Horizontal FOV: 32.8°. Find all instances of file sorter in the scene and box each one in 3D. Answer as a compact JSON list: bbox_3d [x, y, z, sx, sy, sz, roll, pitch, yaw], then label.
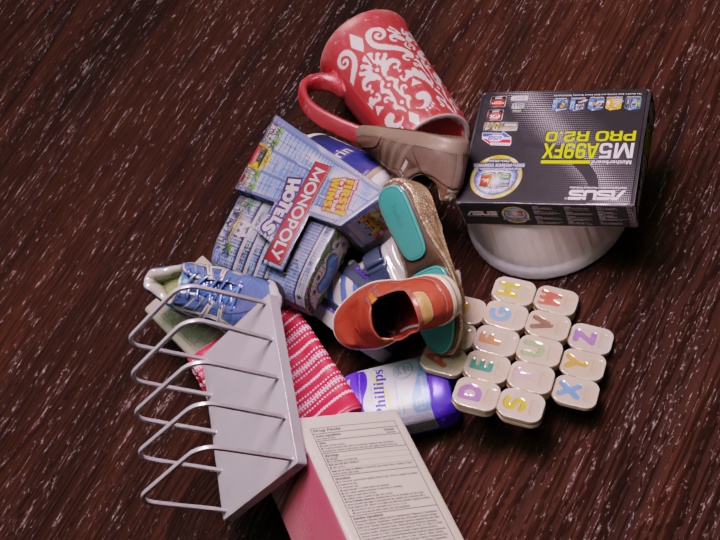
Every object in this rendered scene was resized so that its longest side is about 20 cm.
[{"bbox_3d":[-0.157,0.132,1.269,0.139,0.124,0.201,-41,47,36],"label":"file sorter"}]

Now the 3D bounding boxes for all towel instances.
[{"bbox_3d":[-0.100,0.127,1.374,0.144,0.023,0.200,-34,52,-4],"label":"towel"}]

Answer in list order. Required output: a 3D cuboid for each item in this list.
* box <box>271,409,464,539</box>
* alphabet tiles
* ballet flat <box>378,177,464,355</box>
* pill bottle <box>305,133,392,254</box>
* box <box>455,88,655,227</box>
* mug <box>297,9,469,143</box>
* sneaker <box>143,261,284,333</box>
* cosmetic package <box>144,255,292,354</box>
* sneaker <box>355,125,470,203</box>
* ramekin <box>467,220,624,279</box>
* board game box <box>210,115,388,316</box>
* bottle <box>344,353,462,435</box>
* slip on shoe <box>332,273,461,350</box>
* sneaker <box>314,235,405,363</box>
[{"bbox_3d":[0.005,0.255,1.249,0.127,0.109,0.200,-1,43,-29],"label":"box"},{"bbox_3d":[0.173,0.085,1.344,0.194,0.015,0.200,13,47,15],"label":"alphabet tiles"},{"bbox_3d":[0.080,-0.008,1.342,0.070,0.065,0.201,-17,89,39],"label":"ballet flat"},{"bbox_3d":[-0.036,-0.104,1.539,0.199,0.116,0.116,27,70,35],"label":"pill bottle"},{"bbox_3d":[0.220,-0.127,1.371,0.199,0.044,0.161,3,58,24],"label":"box"},{"bbox_3d":[0.031,-0.211,1.584,0.177,0.133,0.200,-35,56,4],"label":"mug"},{"bbox_3d":[-0.169,0.032,1.398,0.199,0.077,0.076,4,77,41],"label":"sneaker"},{"bbox_3d":[-0.161,0.083,1.489,0.105,0.071,0.200,-42,52,-8],"label":"cosmetic package"},{"bbox_3d":[0.051,-0.125,1.415,0.200,0.070,0.076,19,104,59],"label":"sneaker"},{"bbox_3d":[0.212,-0.099,1.445,0.199,0.098,0.201,-11,54,15],"label":"ramekin"},{"bbox_3d":[-0.058,-0.060,1.421,0.199,0.062,0.201,20,77,34],"label":"board game box"},{"bbox_3d":[0.012,0.153,1.374,0.199,0.065,0.084,-14,54,13],"label":"bottle"},{"bbox_3d":[0.026,0.048,1.325,0.061,0.074,0.200,-20,2,-37],"label":"slip on shoe"},{"bbox_3d":[0.000,0.000,1.453,0.200,0.081,0.147,37,95,28],"label":"sneaker"}]
